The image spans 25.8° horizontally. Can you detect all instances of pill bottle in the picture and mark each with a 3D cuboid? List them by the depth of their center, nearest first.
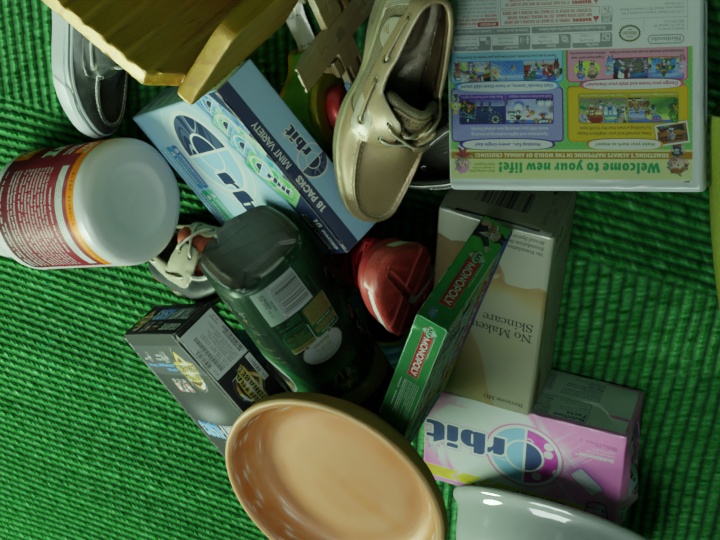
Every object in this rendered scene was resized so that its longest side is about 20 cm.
[{"bbox_3d":[-0.267,-0.058,1.438,0.199,0.113,0.114,-2,126,44],"label":"pill bottle"}]

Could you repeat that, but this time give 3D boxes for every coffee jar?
[{"bbox_3d":[-0.047,0.046,1.313,0.104,0.085,0.201,38,164,52],"label":"coffee jar"}]

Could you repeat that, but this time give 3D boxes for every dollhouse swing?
[{"bbox_3d":[-0.133,-0.275,1.169,0.200,0.182,0.176,40,142,3],"label":"dollhouse swing"}]

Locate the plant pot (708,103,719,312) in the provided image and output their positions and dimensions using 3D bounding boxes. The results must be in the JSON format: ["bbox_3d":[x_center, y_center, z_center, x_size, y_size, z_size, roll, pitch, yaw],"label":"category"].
[{"bbox_3d":[0.329,-0.037,1.138,0.186,0.187,0.202,-14,104,35],"label":"plant pot"}]

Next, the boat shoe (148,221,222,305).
[{"bbox_3d":[-0.145,-0.013,1.415,0.063,0.071,0.200,53,162,-16],"label":"boat shoe"}]

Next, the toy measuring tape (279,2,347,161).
[{"bbox_3d":[-0.050,-0.160,1.287,0.073,0.074,0.201,-7,122,31],"label":"toy measuring tape"}]

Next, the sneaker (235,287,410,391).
[{"bbox_3d":[-0.041,0.059,1.455,0.198,0.080,0.131,10,132,7],"label":"sneaker"}]

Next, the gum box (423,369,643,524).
[{"bbox_3d":[0.160,0.151,1.430,0.198,0.066,0.114,13,130,17],"label":"gum box"}]

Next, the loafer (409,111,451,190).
[{"bbox_3d":[0.116,-0.104,1.246,0.199,0.070,0.070,-17,117,36],"label":"loafer"}]

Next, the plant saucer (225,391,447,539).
[{"bbox_3d":[-0.016,0.175,1.281,0.198,0.038,0.201,17,132,19],"label":"plant saucer"}]

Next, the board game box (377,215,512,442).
[{"bbox_3d":[0.058,0.068,1.271,0.029,0.135,0.201,28,135,10],"label":"board game box"}]

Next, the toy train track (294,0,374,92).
[{"bbox_3d":[-0.013,-0.156,1.254,0.032,0.115,0.201,10,141,37],"label":"toy train track"}]

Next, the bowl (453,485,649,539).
[{"bbox_3d":[0.168,0.272,1.444,0.199,0.091,0.201,18,165,5],"label":"bowl"}]

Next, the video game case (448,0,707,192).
[{"bbox_3d":[0.159,-0.151,1.167,0.198,0.022,0.184,2,98,25],"label":"video game case"}]

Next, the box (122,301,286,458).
[{"bbox_3d":[-0.115,0.118,1.414,0.199,0.050,0.200,53,161,-12],"label":"box"}]

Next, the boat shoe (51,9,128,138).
[{"bbox_3d":[-0.220,-0.199,1.341,0.070,0.072,0.201,15,129,22],"label":"boat shoe"}]

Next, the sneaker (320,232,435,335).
[{"bbox_3d":[0.000,0.000,1.327,0.115,0.079,0.200,22,175,16],"label":"sneaker"}]

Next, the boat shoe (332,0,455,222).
[{"bbox_3d":[0.027,-0.124,1.206,0.071,0.065,0.202,-1,116,-23],"label":"boat shoe"}]

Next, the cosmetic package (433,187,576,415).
[{"bbox_3d":[0.118,0.018,1.342,0.104,0.071,0.201,15,131,17],"label":"cosmetic package"}]

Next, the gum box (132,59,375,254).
[{"bbox_3d":[-0.093,-0.088,1.328,0.170,0.045,0.200,51,159,-16],"label":"gum box"}]
